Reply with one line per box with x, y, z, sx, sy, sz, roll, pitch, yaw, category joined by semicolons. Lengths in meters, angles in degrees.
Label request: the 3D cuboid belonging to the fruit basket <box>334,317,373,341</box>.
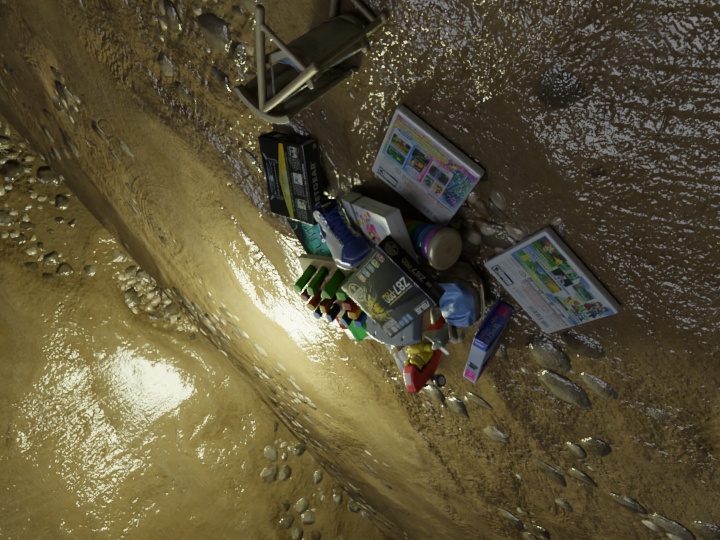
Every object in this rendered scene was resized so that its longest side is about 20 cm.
-0.032;0.133;1.539;0.186;0.094;0.199;53;158;-13;fruit basket

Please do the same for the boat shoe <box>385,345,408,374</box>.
0.124;0.220;1.477;0.069;0.071;0.202;-15;116;25;boat shoe

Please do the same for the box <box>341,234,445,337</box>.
0.061;0.039;1.065;0.161;0.049;0.200;44;144;0;box

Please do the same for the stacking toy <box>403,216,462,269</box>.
0.122;-0.075;1.083;0.200;0.085;0.086;35;154;51;stacking toy

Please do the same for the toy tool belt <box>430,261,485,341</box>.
0.196;0.045;1.101;0.124;0.123;0.201;1;130;40;toy tool belt

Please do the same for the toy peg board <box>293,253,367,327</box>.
-0.072;0.074;1.331;0.198;0.098;0.201;9;133;28;toy peg board

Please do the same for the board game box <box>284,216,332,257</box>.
-0.108;-0.089;1.338;0.135;0.028;0.202;-28;94;45;board game box

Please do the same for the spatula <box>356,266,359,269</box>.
0.000;0.000;1.231;0.202;0.056;0.021;66;159;0;spatula

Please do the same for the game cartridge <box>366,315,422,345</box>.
0.079;0.108;1.205;0.040;0.135;0.199;8;176;-30;game cartridge

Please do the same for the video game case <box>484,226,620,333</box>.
0.361;0.026;0.986;0.200;0.022;0.182;47;150;-3;video game case

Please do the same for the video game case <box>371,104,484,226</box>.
0.123;-0.195;1.000;0.200;0.024;0.182;41;150;7;video game case

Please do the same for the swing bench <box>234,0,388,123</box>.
-0.087;-0.364;0.872;0.130;0.199;0.200;44;150;-2;swing bench

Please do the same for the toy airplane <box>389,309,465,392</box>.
0.155;0.169;1.242;0.140;0.200;0.201;31;111;-23;toy airplane

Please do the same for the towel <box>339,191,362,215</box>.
0.013;-0.091;1.247;0.148;0.036;0.201;-14;115;55;towel

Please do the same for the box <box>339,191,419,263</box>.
0.041;-0.078;1.103;0.199;0.041;0.157;31;150;55;box

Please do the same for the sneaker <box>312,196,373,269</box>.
-0.056;-0.094;1.142;0.199;0.080;0.116;47;164;47;sneaker

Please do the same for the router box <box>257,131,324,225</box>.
-0.164;-0.224;1.242;0.156;0.052;0.202;21;129;35;router box

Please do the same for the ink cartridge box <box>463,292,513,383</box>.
0.284;0.154;1.136;0.042;0.119;0.201;29;146;25;ink cartridge box
